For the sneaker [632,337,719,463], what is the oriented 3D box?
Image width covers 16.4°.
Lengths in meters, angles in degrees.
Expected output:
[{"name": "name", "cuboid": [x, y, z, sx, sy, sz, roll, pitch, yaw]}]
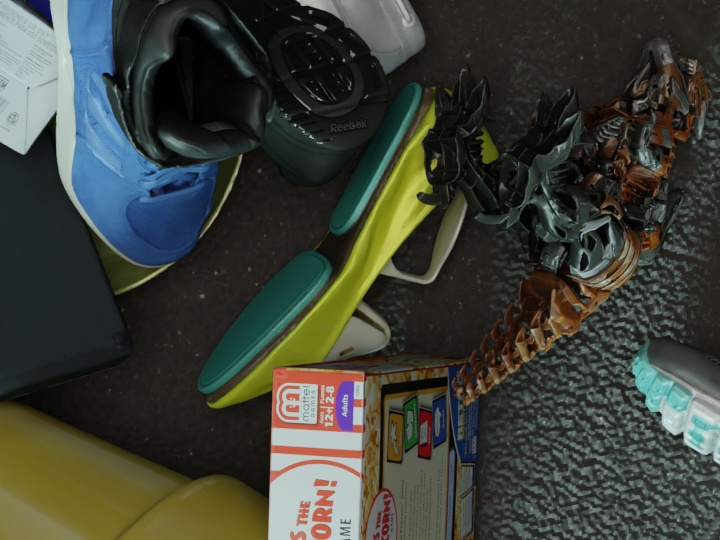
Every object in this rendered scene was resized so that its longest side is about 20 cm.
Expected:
[{"name": "sneaker", "cuboid": [0.234, 0.067, 1.247, 0.199, 0.078, 0.092, 23, 76, 0]}]

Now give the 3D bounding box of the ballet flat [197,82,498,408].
[{"name": "ballet flat", "cuboid": [0.000, 0.000, 1.261, 0.067, 0.067, 0.200, 35, 91, -18]}]

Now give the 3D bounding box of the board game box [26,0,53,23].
[{"name": "board game box", "cuboid": [-0.166, -0.231, 1.172, 0.045, 0.201, 0.152, -25, 44, -28]}]

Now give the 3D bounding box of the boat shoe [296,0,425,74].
[{"name": "boat shoe", "cuboid": [-0.029, -0.188, 1.259, 0.068, 0.072, 0.201, -25, 82, -17]}]

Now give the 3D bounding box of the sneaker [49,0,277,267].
[{"name": "sneaker", "cuboid": [-0.089, -0.062, 1.167, 0.076, 0.111, 0.201, -23, 133, -23]}]

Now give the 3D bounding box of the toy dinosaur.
[{"name": "toy dinosaur", "cuboid": [0.104, -0.029, 1.220, 0.102, 0.136, 0.201, -11, 52, 40]}]

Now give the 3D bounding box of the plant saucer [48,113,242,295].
[{"name": "plant saucer", "cuboid": [-0.155, -0.083, 1.283, 0.199, 0.031, 0.202, 0, 90, 4]}]

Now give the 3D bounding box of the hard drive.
[{"name": "hard drive", "cuboid": [-0.218, 0.003, 1.191, 0.199, 0.033, 0.140, -16, 80, -35]}]

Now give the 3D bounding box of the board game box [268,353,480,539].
[{"name": "board game box", "cuboid": [0.010, 0.118, 1.187, 0.046, 0.200, 0.153, 2, 90, 17]}]

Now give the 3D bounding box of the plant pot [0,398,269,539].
[{"name": "plant pot", "cuboid": [-0.143, 0.163, 1.212, 0.188, 0.201, 0.201, 35, 92, 17]}]

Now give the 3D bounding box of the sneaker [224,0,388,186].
[{"name": "sneaker", "cuboid": [-0.067, -0.122, 1.222, 0.076, 0.091, 0.201, -25, 72, -24]}]

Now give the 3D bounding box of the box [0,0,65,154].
[{"name": "box", "cuboid": [-0.234, -0.147, 1.206, 0.200, 0.117, 0.060, 38, 93, 33]}]
